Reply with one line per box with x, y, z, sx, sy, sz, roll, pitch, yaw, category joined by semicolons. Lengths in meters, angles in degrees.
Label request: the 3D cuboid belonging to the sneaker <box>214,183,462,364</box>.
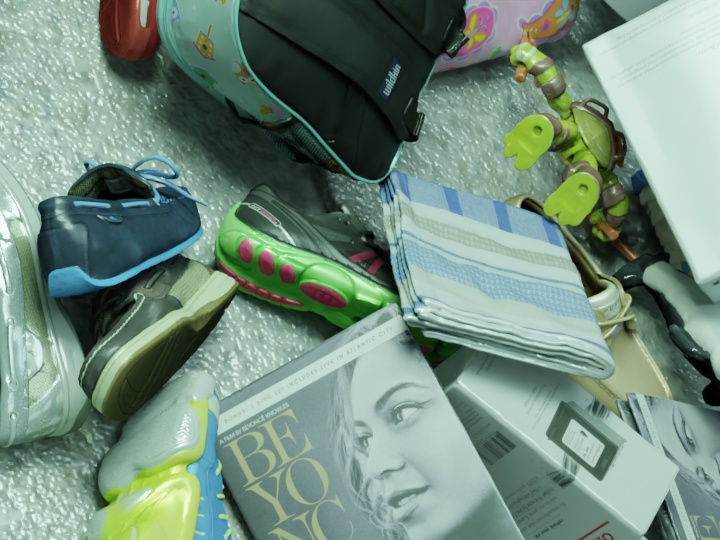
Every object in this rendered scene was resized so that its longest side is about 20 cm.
0.000;0.000;1.533;0.200;0.077;0.084;28;55;-17;sneaker

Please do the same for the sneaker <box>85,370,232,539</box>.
-0.111;0.160;1.380;0.105;0.076;0.200;44;46;-26;sneaker

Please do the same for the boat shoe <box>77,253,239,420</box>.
-0.138;0.034;1.403;0.066;0.072;0.201;33;22;6;boat shoe

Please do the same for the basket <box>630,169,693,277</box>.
0.296;-0.088;1.734;0.176;0.139;0.201;-6;74;-35;basket

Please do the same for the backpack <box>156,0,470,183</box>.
-0.043;-0.178;1.518;0.200;0.153;0.176;40;75;-52;backpack

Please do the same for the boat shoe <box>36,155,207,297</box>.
-0.145;-0.038;1.409;0.200;0.084;0.069;-56;133;-77;boat shoe

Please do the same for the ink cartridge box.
0.125;0.137;1.501;0.200;0.116;0.067;40;52;-6;ink cartridge box

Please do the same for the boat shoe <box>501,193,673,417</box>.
0.157;0.030;1.619;0.200;0.069;0.074;48;48;2;boat shoe

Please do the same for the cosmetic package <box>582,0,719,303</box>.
0.252;-0.092;1.610;0.200;0.113;0.081;67;10;15;cosmetic package

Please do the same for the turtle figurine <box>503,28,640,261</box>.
0.163;-0.082;1.644;0.200;0.064;0.161;66;21;-7;turtle figurine

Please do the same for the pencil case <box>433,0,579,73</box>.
0.075;-0.194;1.698;0.200;0.087;0.088;-20;74;-38;pencil case

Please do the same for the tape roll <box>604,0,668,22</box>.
0.193;-0.269;1.764;0.200;0.066;0.200;42;17;-16;tape roll

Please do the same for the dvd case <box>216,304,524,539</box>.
0.004;0.143;1.420;0.148;0.016;0.200;-29;76;2;dvd case

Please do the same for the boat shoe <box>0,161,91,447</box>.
-0.229;0.010;1.384;0.065;0.074;0.202;-13;77;-42;boat shoe

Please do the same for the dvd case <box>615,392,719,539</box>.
0.257;0.164;1.588;0.200;0.016;0.149;13;54;-52;dvd case

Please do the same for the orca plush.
0.245;0.063;1.623;0.105;0.071;0.200;-10;34;-42;orca plush

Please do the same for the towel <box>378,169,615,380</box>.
0.087;-0.001;1.496;0.147;0.024;0.200;16;27;-15;towel

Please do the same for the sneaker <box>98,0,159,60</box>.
-0.115;-0.220;1.596;0.115;0.078;0.200;18;55;-21;sneaker
